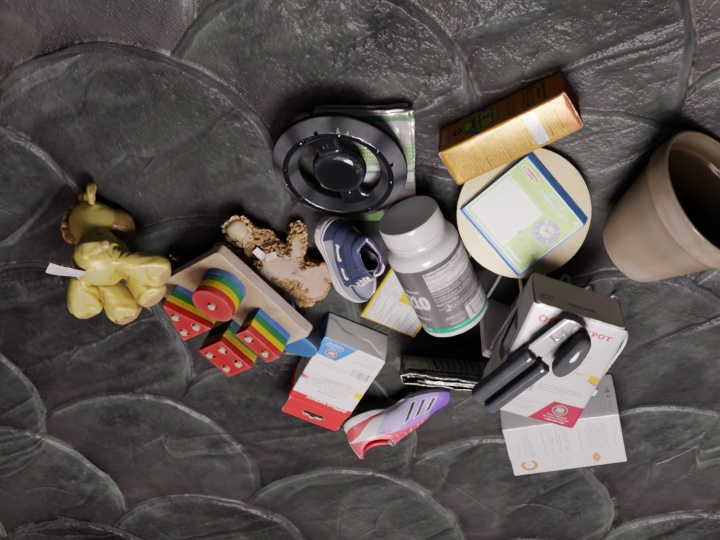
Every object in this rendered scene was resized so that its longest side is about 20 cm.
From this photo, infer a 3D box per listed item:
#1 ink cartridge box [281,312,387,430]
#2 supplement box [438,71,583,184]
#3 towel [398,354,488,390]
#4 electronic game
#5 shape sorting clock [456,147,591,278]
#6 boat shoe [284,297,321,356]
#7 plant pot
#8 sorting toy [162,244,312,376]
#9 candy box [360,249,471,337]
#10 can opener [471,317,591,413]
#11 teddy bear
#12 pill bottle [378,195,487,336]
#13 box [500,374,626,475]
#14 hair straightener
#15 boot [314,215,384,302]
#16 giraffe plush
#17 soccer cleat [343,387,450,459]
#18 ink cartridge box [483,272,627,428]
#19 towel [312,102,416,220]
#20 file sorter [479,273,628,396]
[{"bbox_3d":[-0.047,0.179,1.777,0.116,0.067,0.200,23,127,-12],"label":"ink cartridge box"},{"bbox_3d":[0.209,-0.199,1.449,0.199,0.067,0.069,-26,122,23],"label":"supplement box"},{"bbox_3d":[0.159,0.165,1.686,0.191,0.200,0.035,7,95,1],"label":"towel"},{"bbox_3d":[-0.030,-0.150,1.493,0.199,0.042,0.201,5,139,5],"label":"electronic game"},{"bbox_3d":[0.242,-0.086,1.527,0.199,0.039,0.201,2,110,6],"label":"shape sorting clock"},{"bbox_3d":[-0.145,0.065,1.676,0.199,0.069,0.084,34,143,-9],"label":"boat shoe"},{"bbox_3d":[0.446,-0.072,1.470,0.199,0.201,0.173,30,142,-19],"label":"plant pot"},{"bbox_3d":[-0.214,0.075,1.614,0.199,0.070,0.200,44,141,-20],"label":"sorting toy"},{"bbox_3d":[0.088,0.020,1.663,0.102,0.026,0.200,24,127,-11],"label":"candy box"},{"bbox_3d":[0.240,0.141,1.444,0.053,0.067,0.200,39,117,-17],"label":"can opener"},{"bbox_3d":[-0.139,-0.017,1.622,0.199,0.067,0.146,7,106,-14],"label":"teddy bear"},{"bbox_3d":[0.109,-0.006,1.553,0.112,0.113,0.201,-17,123,18],"label":"pill bottle"},{"bbox_3d":[0.354,0.272,1.797,0.199,0.098,0.125,-10,128,12],"label":"box"},{"bbox_3d":[-0.285,-0.004,1.676,0.199,0.041,0.077,-29,121,31],"label":"hair straightener"},{"bbox_3d":[0.000,0.000,1.583,0.090,0.073,0.200,29,163,36],"label":"boot"},{"bbox_3d":[-0.401,-0.035,1.589,0.172,0.163,0.200,-36,139,21],"label":"giraffe plush"},{"bbox_3d":[0.072,0.266,1.803,0.199,0.073,0.068,-20,152,-5],"label":"soccer cleat"},{"bbox_3d":[0.283,0.121,1.518,0.147,0.086,0.201,17,121,-7],"label":"ink cartridge box"},{"bbox_3d":[0.010,-0.159,1.529,0.148,0.031,0.201,1,131,8],"label":"towel"},{"bbox_3d":[0.305,0.080,1.622,0.199,0.139,0.125,21,125,-11],"label":"file sorter"}]
